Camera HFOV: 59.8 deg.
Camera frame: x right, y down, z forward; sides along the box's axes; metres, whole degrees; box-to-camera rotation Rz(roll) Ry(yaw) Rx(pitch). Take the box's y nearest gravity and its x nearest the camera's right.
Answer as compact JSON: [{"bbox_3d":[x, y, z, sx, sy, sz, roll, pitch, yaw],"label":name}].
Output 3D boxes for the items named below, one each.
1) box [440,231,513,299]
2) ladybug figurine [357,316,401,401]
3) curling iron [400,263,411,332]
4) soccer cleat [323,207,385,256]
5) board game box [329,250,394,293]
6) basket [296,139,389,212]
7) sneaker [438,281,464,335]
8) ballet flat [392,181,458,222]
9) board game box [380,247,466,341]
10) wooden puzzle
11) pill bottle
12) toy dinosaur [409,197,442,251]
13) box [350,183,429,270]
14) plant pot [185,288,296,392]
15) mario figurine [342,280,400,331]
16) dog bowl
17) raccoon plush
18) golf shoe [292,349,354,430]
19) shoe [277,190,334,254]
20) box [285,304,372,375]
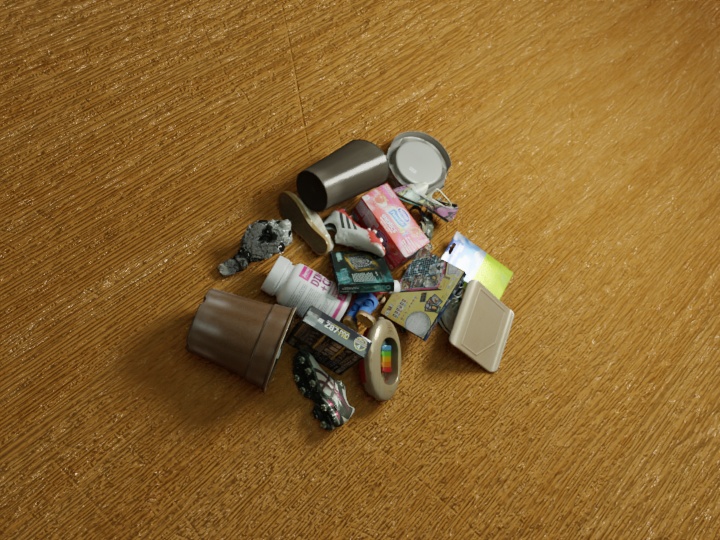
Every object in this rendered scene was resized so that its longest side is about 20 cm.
[{"bbox_3d":[0.313,-0.002,1.727,0.200,0.048,0.122,36,62,-4],"label":"box"},{"bbox_3d":[0.042,0.213,1.514,0.136,0.072,0.201,17,72,-53],"label":"ladybug figurine"},{"bbox_3d":[0.131,0.068,1.647,0.049,0.026,0.201,18,65,-9],"label":"curling iron"},{"bbox_3d":[-0.018,-0.085,1.610,0.085,0.069,0.200,-39,60,-17],"label":"soccer cleat"},{"bbox_3d":[0.000,0.000,1.541,0.135,0.200,0.028,-2,114,-7],"label":"board game box"},{"bbox_3d":[-0.055,-0.239,1.605,0.200,0.180,0.136,-35,119,-38],"label":"basket"},{"bbox_3d":[0.243,0.089,1.628,0.076,0.115,0.201,-29,81,-27],"label":"sneaker"},{"bbox_3d":[0.181,-0.198,1.698,0.200,0.071,0.069,23,21,-22],"label":"ballet flat"},{"bbox_3d":[0.159,0.059,1.583,0.135,0.035,0.200,31,86,24],"label":"board game box"},{"bbox_3d":[0.315,0.146,1.633,0.200,0.037,0.185,35,68,-35],"label":"wooden puzzle"},{"bbox_3d":[-0.131,0.055,1.510,0.200,0.113,0.114,30,62,-6],"label":"pill bottle"},{"bbox_3d":[0.172,-0.136,1.737,0.088,0.047,0.200,22,59,-14],"label":"toy dinosaur"},{"bbox_3d":[0.077,-0.115,1.660,0.095,0.100,0.200,-32,82,-27],"label":"box"},{"bbox_3d":[-0.269,0.143,1.393,0.198,0.200,0.201,20,64,-2],"label":"plant pot"},{"bbox_3d":[0.031,0.082,1.559,0.123,0.106,0.200,10,39,13],"label":"mario figurine"},{"bbox_3d":[0.160,-0.297,1.785,0.199,0.059,0.201,7,67,-16],"label":"dog bowl"},{"bbox_3d":[-0.257,-0.067,1.552,0.200,0.134,0.097,-23,93,6],"label":"raccoon plush"},{"bbox_3d":[-0.090,0.273,1.472,0.088,0.077,0.200,-19,78,-46],"label":"golf shoe"},{"bbox_3d":[-0.140,-0.124,1.613,0.200,0.070,0.053,52,35,7],"label":"shoe"},{"bbox_3d":[-0.078,0.165,1.437,0.161,0.200,0.049,30,64,-5],"label":"box"}]
